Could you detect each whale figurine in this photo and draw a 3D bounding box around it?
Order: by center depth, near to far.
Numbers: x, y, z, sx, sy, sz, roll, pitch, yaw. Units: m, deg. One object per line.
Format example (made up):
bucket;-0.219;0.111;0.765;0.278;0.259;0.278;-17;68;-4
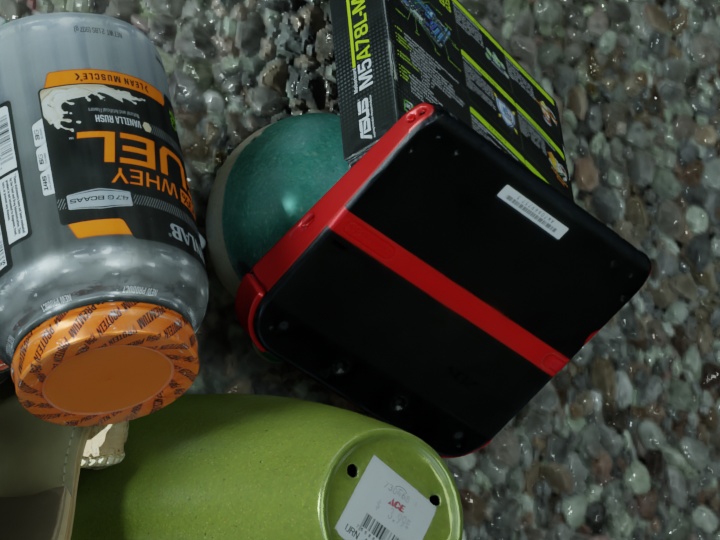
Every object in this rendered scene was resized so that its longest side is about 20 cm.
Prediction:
whale figurine;0.000;0.000;1.665;0.159;0.104;0.200;-43;107;-34

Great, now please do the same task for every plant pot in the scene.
plant pot;-0.038;0.147;1.546;0.187;0.200;0.188;8;75;-33

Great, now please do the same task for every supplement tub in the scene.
supplement tub;-0.149;-0.026;1.494;0.122;0.123;0.200;8;54;-33

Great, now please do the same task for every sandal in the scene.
sandal;-0.163;0.097;1.536;0.070;0.077;0.212;67;27;-48

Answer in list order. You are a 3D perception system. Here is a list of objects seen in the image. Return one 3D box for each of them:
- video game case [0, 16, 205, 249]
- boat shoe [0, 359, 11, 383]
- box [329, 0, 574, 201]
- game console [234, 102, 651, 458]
video game case;-0.202;-0.012;1.577;0.182;0.022;0.200;48;57;-17
boat shoe;-0.259;0.002;1.481;0.200;0.063;0.071;32;61;-20
box;0.058;-0.084;1.682;0.200;0.047;0.193;41;27;-37
game console;0.046;0.011;1.612;0.200;0.031;0.177;33;107;-34
